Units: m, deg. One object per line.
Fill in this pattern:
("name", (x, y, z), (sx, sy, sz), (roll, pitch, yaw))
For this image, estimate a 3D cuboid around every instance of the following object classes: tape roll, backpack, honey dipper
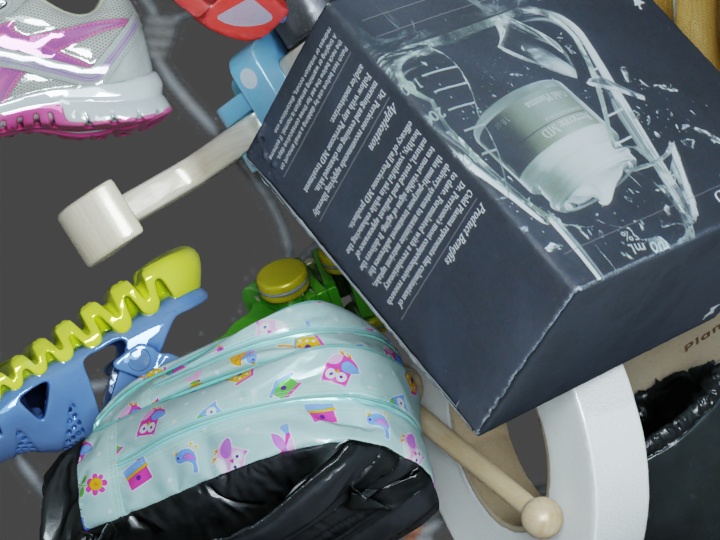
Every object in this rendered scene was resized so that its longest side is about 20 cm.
("tape roll", (0.090, 0.089, 1.397), (0.037, 0.203, 0.204), (-14, 89, -26))
("backpack", (-0.059, 0.109, 1.378), (0.199, 0.167, 0.127), (-28, 57, 21))
("honey dipper", (0.049, 0.093, 1.401), (0.038, 0.200, 0.038), (-15, 120, -27))

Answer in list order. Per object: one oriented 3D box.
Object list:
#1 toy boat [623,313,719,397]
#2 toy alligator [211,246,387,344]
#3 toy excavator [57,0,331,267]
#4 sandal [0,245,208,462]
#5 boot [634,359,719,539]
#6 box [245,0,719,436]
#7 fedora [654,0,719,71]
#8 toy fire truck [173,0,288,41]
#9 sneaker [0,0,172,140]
("toy boat", (0.163, -0.011, 1.463), (0.199, 0.131, 0.131), (-33, 61, -7))
("toy alligator", (0.000, 0.000, 1.466), (0.199, 0.054, 0.060), (-25, 123, -10))
("toy excavator", (-0.056, -0.080, 1.446), (0.194, 0.200, 0.100), (-34, 90, -48))
("sandal", (-0.158, 0.072, 1.435), (0.199, 0.079, 0.087), (-33, 95, -5))
("boot", (0.225, 0.121, 1.450), (0.198, 0.073, 0.163), (-34, 113, -1))
("box", (0.086, -0.052, 1.290), (0.199, 0.124, 0.197), (-23, 66, -41))
("fedora", (0.195, -0.171, 1.460), (0.081, 0.200, 0.202), (6, 86, 30))
("toy fire truck", (0.005, -0.184, 1.336), (0.200, 0.049, 0.141), (-43, 126, 17))
("sneaker", (-0.210, -0.117, 1.440), (0.199, 0.081, 0.089), (-5, 86, -14))
